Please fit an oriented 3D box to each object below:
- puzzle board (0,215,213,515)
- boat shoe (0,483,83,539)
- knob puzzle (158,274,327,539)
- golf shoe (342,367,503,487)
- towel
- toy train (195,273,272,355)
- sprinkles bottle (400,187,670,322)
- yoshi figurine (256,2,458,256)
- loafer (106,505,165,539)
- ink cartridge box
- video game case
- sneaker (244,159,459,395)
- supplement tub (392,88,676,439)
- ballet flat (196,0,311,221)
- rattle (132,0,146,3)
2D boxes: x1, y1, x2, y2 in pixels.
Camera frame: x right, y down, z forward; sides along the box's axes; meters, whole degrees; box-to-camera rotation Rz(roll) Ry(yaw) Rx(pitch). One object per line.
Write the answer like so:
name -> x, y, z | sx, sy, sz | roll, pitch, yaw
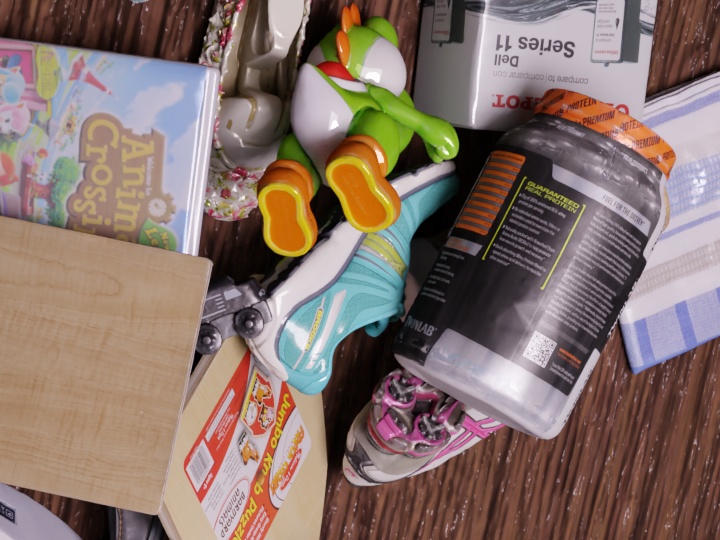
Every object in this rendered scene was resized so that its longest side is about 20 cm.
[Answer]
puzzle board -> -0.197, 0.048, 1.101 | 0.198, 0.017, 0.152 | 11, 84, 3
boat shoe -> -0.233, 0.178, 1.170 | 0.070, 0.071, 0.200 | -39, 125, 15
knob puzzle -> -0.075, 0.134, 1.223 | 0.219, 0.030, 0.222 | -1, 91, -63
golf shoe -> 0.064, 0.088, 1.314 | 0.199, 0.092, 0.073 | -23, 71, -39
towel -> 0.242, -0.039, 1.406 | 0.146, 0.024, 0.202 | -21, 109, -23
toy train -> -0.149, 0.047, 1.123 | 0.199, 0.034, 0.046 | -21, 96, -2
sprinkles bottle -> 0.116, -0.019, 1.304 | 0.199, 0.068, 0.069 | -24, 110, -17
yoshi figurine -> -0.002, -0.081, 1.188 | 0.112, 0.201, 0.112 | 24, 128, -8
loafer -> -0.152, 0.106, 1.200 | 0.072, 0.073, 0.202 | 5, 91, -10
ink cartridge box -> 0.123, -0.192, 1.277 | 0.146, 0.083, 0.202 | 1, 100, -28
video game case -> -0.186, -0.034, 1.136 | 0.180, 0.022, 0.202 | 7, 96, -7
sneaker -> 0.000, 0.000, 1.220 | 0.080, 0.077, 0.200 | 51, 59, -11
supplement tub -> 0.115, -0.005, 1.203 | 0.122, 0.122, 0.201 | 31, 84, -29
ballet flat -> -0.068, -0.128, 1.197 | 0.075, 0.064, 0.202 | 4, 98, -29
rattle -> -0.224, -0.204, 1.097 | 0.143, 0.130, 0.200 | -41, 143, -4
